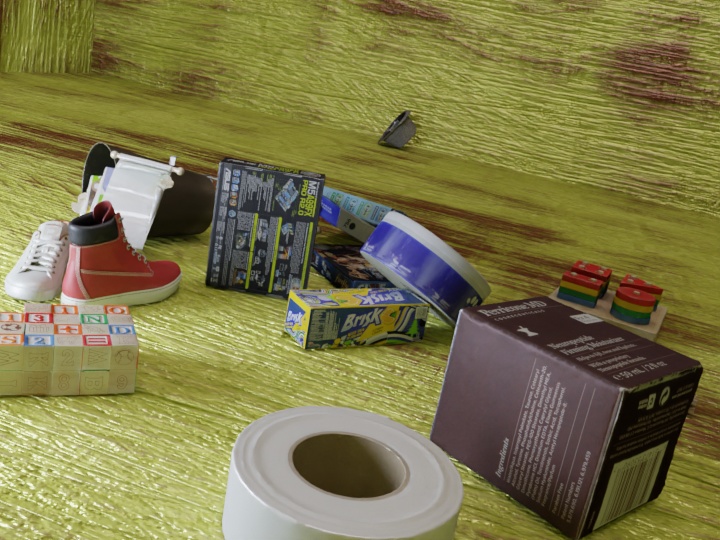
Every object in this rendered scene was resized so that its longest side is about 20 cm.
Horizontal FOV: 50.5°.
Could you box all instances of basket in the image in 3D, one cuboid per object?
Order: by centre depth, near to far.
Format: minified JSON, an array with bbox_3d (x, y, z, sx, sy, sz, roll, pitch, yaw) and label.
[{"bbox_3d":[-0.372,-0.128,1.365,0.200,0.136,0.180,5,61,-44],"label":"basket"}]

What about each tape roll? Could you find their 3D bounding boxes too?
[{"bbox_3d":[-0.015,0.195,0.660,0.202,0.071,0.202,9,17,-3],"label":"tape roll"}]

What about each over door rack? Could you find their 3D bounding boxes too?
[{"bbox_3d":[-0.315,-0.182,1.661,0.148,0.067,0.200,15,-3,15],"label":"over door rack"}]

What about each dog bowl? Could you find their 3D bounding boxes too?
[{"bbox_3d":[0.099,0.001,1.177,0.200,0.079,0.200,39,-4,3],"label":"dog bowl"}]

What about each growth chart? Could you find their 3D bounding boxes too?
[{"bbox_3d":[-0.388,-0.101,1.227,0.145,0.200,0.018,20,-15,4],"label":"growth chart"}]

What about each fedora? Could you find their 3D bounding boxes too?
[{"bbox_3d":[0.162,-0.561,3.112,0.090,0.177,0.200,41,35,-13],"label":"fedora"}]

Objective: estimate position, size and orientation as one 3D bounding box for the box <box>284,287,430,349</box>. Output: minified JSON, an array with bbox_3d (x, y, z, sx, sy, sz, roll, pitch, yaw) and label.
[{"bbox_3d":[-0.003,0.066,1.091,0.200,0.064,0.070,1,20,-32],"label":"box"}]

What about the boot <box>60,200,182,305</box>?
[{"bbox_3d":[-0.321,-0.028,1.063,0.072,0.144,0.200,18,17,27],"label":"boot"}]

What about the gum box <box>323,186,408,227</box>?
[{"bbox_3d":[0.027,-0.098,1.556,0.200,0.045,0.170,20,-8,28],"label":"gum box"}]

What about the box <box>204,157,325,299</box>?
[{"bbox_3d":[-0.148,-0.062,1.180,0.160,0.200,0.044,9,17,-4],"label":"box"}]

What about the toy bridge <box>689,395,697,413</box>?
[{"bbox_3d":[0.362,0.167,1.055,0.200,0.027,0.067,12,18,4],"label":"toy bridge"}]

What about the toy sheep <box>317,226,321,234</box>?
[{"bbox_3d":[-0.152,-0.097,1.410,0.138,0.138,0.200,5,22,-17],"label":"toy sheep"}]

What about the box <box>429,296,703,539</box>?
[{"bbox_3d":[0.211,0.142,0.806,0.166,0.164,0.200,-5,23,-42],"label":"box"}]

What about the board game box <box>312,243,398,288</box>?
[{"bbox_3d":[0.000,0.000,1.353,0.135,0.035,0.200,1,19,-30],"label":"board game box"}]

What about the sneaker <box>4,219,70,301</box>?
[{"bbox_3d":[-0.446,-0.022,1.069,0.073,0.085,0.200,9,19,-13],"label":"sneaker"}]

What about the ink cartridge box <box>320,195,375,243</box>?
[{"bbox_3d":[-0.013,-0.084,1.397,0.200,0.039,0.099,31,4,-34],"label":"ink cartridge box"}]

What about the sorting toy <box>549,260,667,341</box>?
[{"bbox_3d":[0.470,0.047,1.433,0.199,0.070,0.200,18,18,23],"label":"sorting toy"}]

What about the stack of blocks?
[{"bbox_3d":[-0.351,0.083,0.829,0.200,0.059,0.115,3,19,-25],"label":"stack of blocks"}]
